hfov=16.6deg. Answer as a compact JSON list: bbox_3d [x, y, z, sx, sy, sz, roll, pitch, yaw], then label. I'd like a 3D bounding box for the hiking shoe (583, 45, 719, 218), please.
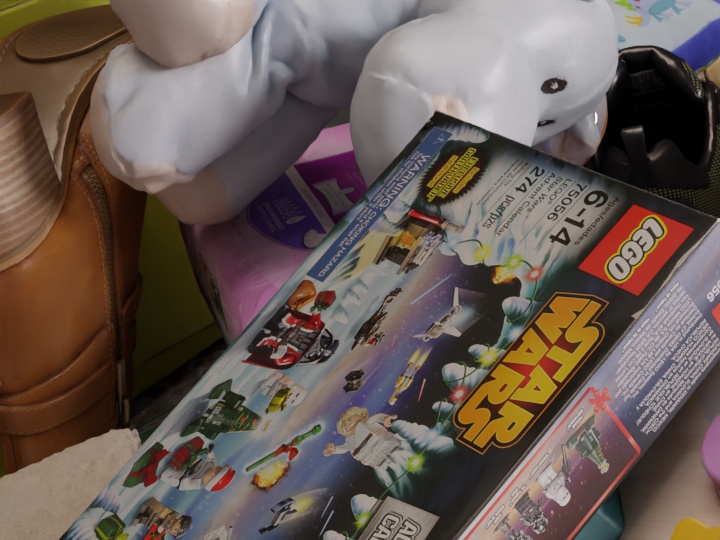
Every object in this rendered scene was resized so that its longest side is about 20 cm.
[{"bbox_3d":[0.131,-0.048,1.012,0.075,0.101,0.200,-1,20,9],"label":"hiking shoe"}]

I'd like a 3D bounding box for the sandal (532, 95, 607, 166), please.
[{"bbox_3d":[0.058,-0.083,1.023,0.079,0.059,0.207,-47,37,13],"label":"sandal"}]

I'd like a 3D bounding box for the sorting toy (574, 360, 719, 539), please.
[{"bbox_3d":[0.107,0.111,0.678,0.199,0.107,0.180,3,45,40],"label":"sorting toy"}]

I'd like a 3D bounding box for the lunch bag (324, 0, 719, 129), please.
[{"bbox_3d":[0.057,-0.089,1.170,0.199,0.128,0.170,1,25,42],"label":"lunch bag"}]

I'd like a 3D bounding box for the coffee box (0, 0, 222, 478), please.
[{"bbox_3d":[-0.189,-0.038,1.100,0.197,0.201,0.200,1,25,38],"label":"coffee box"}]

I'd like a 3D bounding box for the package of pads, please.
[{"bbox_3d":[0.000,0.000,0.979,0.120,0.076,0.200,-19,20,-7],"label":"package of pads"}]

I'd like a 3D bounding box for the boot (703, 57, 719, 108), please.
[{"bbox_3d":[0.263,-0.109,1.181,0.199,0.066,0.175,-11,8,9],"label":"boot"}]

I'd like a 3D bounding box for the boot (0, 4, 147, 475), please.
[{"bbox_3d":[-0.108,-0.017,0.991,0.073,0.155,0.200,3,27,31],"label":"boot"}]

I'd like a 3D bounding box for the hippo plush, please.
[{"bbox_3d":[0.012,-0.076,0.919,0.160,0.160,0.200,27,52,17],"label":"hippo plush"}]

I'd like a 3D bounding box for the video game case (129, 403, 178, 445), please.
[{"bbox_3d":[-0.022,0.075,0.939,0.200,0.022,0.182,-28,23,-32],"label":"video game case"}]

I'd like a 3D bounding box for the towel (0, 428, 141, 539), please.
[{"bbox_3d":[-0.116,0.124,0.825,0.132,0.035,0.200,-24,24,-4],"label":"towel"}]

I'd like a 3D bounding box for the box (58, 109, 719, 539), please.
[{"bbox_3d":[0.007,0.051,0.722,0.200,0.040,0.137,-49,38,-13],"label":"box"}]
